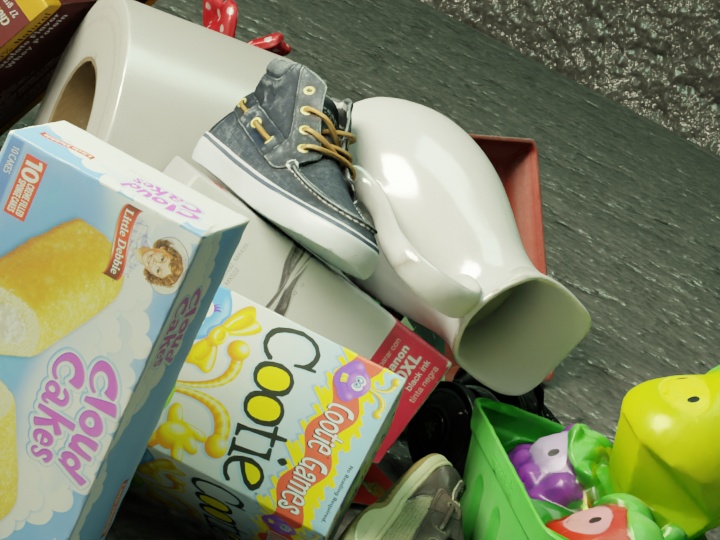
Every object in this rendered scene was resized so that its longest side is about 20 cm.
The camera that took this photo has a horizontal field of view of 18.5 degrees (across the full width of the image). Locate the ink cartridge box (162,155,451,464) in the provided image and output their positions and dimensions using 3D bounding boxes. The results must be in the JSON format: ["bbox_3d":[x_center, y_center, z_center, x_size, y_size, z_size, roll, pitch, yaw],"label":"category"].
[{"bbox_3d":[-0.057,0.021,1.385,0.200,0.083,0.145,38,-1,-13],"label":"ink cartridge box"}]

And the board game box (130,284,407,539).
[{"bbox_3d":[-0.089,0.073,1.235,0.199,0.105,0.103,26,-21,4],"label":"board game box"}]

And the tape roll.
[{"bbox_3d":[-0.142,-0.075,1.536,0.139,0.203,0.203,18,17,-23],"label":"tape roll"}]

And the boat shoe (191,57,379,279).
[{"bbox_3d":[-0.031,-0.069,1.351,0.071,0.091,0.200,36,1,-37],"label":"boat shoe"}]

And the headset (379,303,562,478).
[{"bbox_3d":[0.085,0.090,1.500,0.200,0.094,0.123,47,31,10],"label":"headset"}]

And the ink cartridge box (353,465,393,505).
[{"bbox_3d":[-0.067,0.086,1.411,0.199,0.050,0.161,11,20,-37],"label":"ink cartridge box"}]

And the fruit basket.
[{"bbox_3d":[0.160,0.129,1.335,0.155,0.216,0.216,21,16,-18],"label":"fruit basket"}]

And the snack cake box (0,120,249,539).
[{"bbox_3d":[-0.153,0.039,1.128,0.115,0.201,0.067,28,16,12],"label":"snack cake box"}]

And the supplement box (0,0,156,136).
[{"bbox_3d":[-0.288,-0.192,1.622,0.133,0.197,0.200,54,21,3],"label":"supplement box"}]

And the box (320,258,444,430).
[{"bbox_3d":[0.000,0.000,1.565,0.144,0.036,0.201,25,54,-36],"label":"box"}]

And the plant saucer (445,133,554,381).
[{"bbox_3d":[0.086,-0.007,1.757,0.037,0.201,0.199,-4,-2,32],"label":"plant saucer"}]

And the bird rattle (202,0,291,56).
[{"bbox_3d":[-0.142,-0.121,1.719,0.113,0.199,0.163,59,11,-28],"label":"bird rattle"}]

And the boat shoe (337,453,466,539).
[{"bbox_3d":[0.028,0.162,1.273,0.066,0.072,0.201,38,18,8],"label":"boat shoe"}]

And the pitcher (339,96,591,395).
[{"bbox_3d":[0.036,-0.027,1.404,0.200,0.121,0.171,51,11,33],"label":"pitcher"}]
